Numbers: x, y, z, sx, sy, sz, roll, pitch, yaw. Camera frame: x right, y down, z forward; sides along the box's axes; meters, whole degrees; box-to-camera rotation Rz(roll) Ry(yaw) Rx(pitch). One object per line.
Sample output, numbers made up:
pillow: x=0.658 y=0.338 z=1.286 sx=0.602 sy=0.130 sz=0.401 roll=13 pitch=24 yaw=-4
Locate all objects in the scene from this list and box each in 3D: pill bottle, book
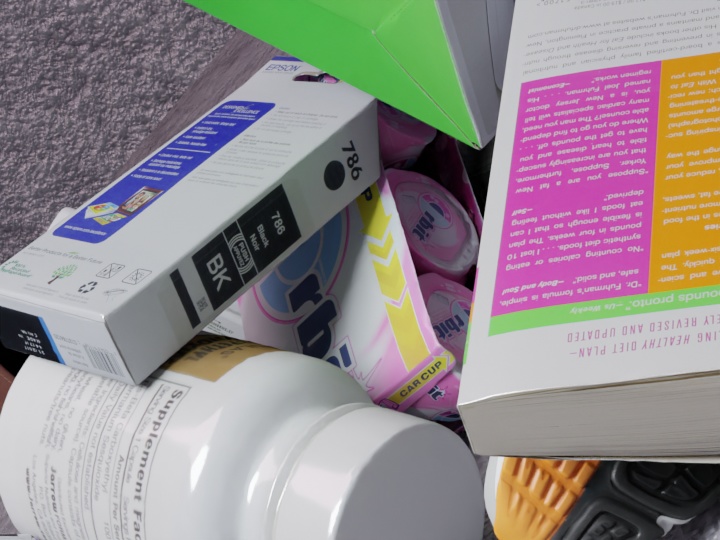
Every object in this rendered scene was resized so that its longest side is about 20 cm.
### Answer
pill bottle: x=-0.051 y=0.087 z=0.683 sx=0.199 sy=0.115 sz=0.115 roll=10 pitch=58 yaw=43
book: x=0.106 y=-0.033 z=0.525 sx=0.132 sy=0.048 sz=0.201 roll=-4 pitch=47 yaw=18

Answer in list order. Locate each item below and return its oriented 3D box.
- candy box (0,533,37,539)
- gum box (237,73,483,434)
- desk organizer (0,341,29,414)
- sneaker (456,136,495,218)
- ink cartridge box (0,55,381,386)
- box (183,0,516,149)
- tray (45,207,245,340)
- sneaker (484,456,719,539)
candy box: x=-0.164 y=0.235 z=0.660 sx=0.200 sy=0.168 sz=0.071 roll=-49 pitch=-24 yaw=9
gum box: x=0.000 y=0.000 z=0.787 sx=0.113 sy=0.066 sz=0.202 roll=-42 pitch=48 yaw=33
desk organizer: x=-0.127 y=0.093 z=0.849 sx=0.077 sy=0.200 sz=0.072 roll=-52 pitch=13 yaw=-14
sneaker: x=0.078 y=-0.042 z=0.827 sx=0.091 sy=0.066 sz=0.200 roll=-53 pitch=10 yaw=6
ink cartridge box: x=-0.065 y=-0.029 z=0.730 sx=0.099 sy=0.040 sz=0.200 roll=10 pitch=42 yaw=46
box: x=0.025 y=-0.172 z=0.704 sx=0.199 sy=0.097 sz=0.177 roll=31 pitch=68 yaw=36
tray: x=-0.079 y=0.035 z=0.846 sx=0.022 sy=0.198 sz=0.108 roll=-61 pitch=4 yaw=41
sneaker: x=0.102 y=0.025 z=0.583 sx=0.200 sy=0.076 sz=0.092 roll=-49 pitch=4 yaw=-25
